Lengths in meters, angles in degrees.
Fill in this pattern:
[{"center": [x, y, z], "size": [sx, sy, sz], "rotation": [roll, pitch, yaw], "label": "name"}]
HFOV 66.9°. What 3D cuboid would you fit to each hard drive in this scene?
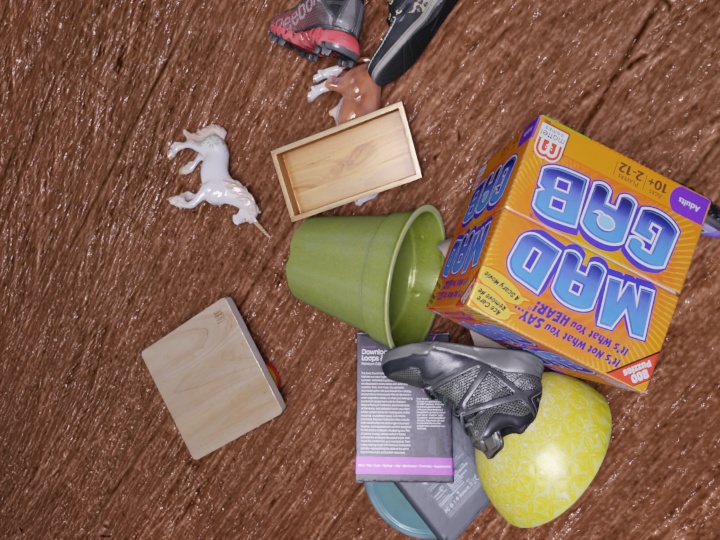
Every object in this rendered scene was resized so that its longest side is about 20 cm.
[{"center": [0.105, 0.270, 0.798], "size": [0.139, 0.033, 0.201], "rotation": [-40, 79, -7], "label": "hard drive"}]

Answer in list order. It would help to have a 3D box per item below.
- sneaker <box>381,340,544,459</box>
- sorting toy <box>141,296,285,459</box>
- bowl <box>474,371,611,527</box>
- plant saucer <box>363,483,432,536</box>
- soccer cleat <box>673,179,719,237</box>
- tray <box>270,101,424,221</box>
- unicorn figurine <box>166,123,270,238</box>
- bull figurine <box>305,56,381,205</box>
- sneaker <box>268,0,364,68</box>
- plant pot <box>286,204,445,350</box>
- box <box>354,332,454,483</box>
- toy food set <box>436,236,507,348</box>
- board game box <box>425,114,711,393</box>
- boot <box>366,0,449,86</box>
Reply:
[{"center": [0.111, 0.148, 0.637], "size": [0.192, 0.077, 0.118], "rotation": [5, 65, 17], "label": "sneaker"}, {"center": [-0.236, 0.175, 0.912], "size": [0.196, 0.069, 0.203], "rotation": [-30, 88, 19], "label": "sorting toy"}, {"center": [0.206, 0.201, 0.694], "size": [0.107, 0.201, 0.201], "rotation": [39, 107, -5], "label": "bowl"}, {"center": [0.090, 0.327, 0.849], "size": [0.193, 0.027, 0.208], "rotation": [2, 97, 18], "label": "plant saucer"}, {"center": [0.363, -0.082, 0.694], "size": [0.195, 0.068, 0.075], "rotation": [27, 124, 12], "label": "soccer cleat"}, {"center": [-0.018, -0.147, 0.751], "size": [0.194, 0.037, 0.102], "rotation": [-16, 97, 15], "label": "tray"}, {"center": [-0.233, -0.141, 0.865], "size": [0.132, 0.074, 0.208], "rotation": [-11, 88, 8], "label": "unicorn figurine"}, {"center": [-0.018, -0.200, 0.791], "size": [0.117, 0.065, 0.208], "rotation": [5, 97, 5], "label": "bull figurine"}, {"center": [-0.059, -0.348, 0.758], "size": [0.198, 0.069, 0.101], "rotation": [31, 106, 46], "label": "sneaker"}, {"center": [0.000, 0.000, 0.765], "size": [0.184, 0.198, 0.208], "rotation": [11, 101, 27], "label": "plant pot"}, {"center": [0.062, 0.194, 0.783], "size": [0.137, 0.036, 0.208], "rotation": [1, 78, 2], "label": "box"}, {"center": [0.198, 0.035, 0.748], "size": [0.139, 0.060, 0.207], "rotation": [-19, 87, -5], "label": "toy food set"}, {"center": [0.216, -0.010, 0.621], "size": [0.195, 0.200, 0.206], "rotation": [24, 85, -2], "label": "board game box"}, {"center": [0.040, -0.374, 0.744], "size": [0.153, 0.073, 0.205], "rotation": [40, 93, 10], "label": "boot"}]
